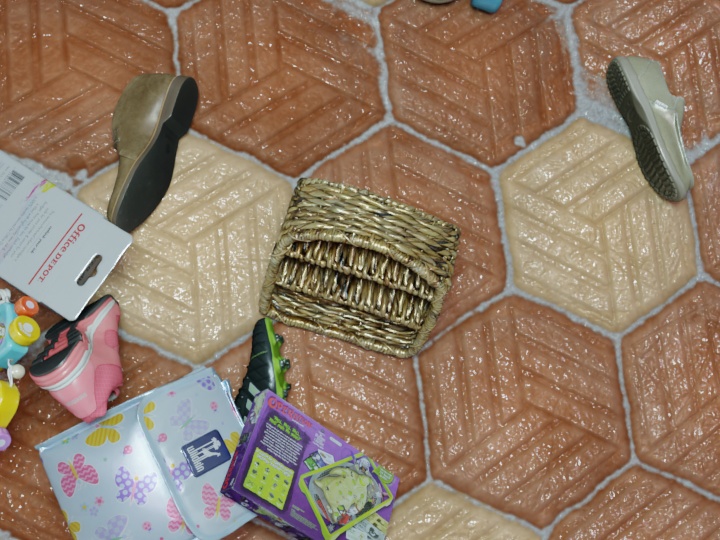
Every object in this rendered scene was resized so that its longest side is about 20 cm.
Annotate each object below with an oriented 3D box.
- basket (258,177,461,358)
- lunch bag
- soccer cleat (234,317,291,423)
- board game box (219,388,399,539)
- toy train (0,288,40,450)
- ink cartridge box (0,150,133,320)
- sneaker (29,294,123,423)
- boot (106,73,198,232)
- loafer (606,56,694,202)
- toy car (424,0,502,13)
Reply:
[{"bbox_3d":[0.000,0.000,1.049,0.199,0.143,0.149,19,76,-4],"label":"basket"},{"bbox_3d":[-0.208,0.211,0.978,0.200,0.127,0.170,-23,85,-5],"label":"lunch bag"},{"bbox_3d":[-0.117,0.153,1.045,0.081,0.068,0.201,-5,80,3],"label":"soccer cleat"},{"bbox_3d":[-0.047,0.228,0.996,0.200,0.032,0.120,39,52,-24],"label":"board game box"},{"bbox_3d":[-0.400,0.112,0.960,0.056,0.150,0.201,23,79,-45],"label":"toy train"},{"bbox_3d":[-0.350,-0.033,1.024,0.200,0.068,0.115,32,77,10],"label":"ink cartridge box"},{"bbox_3d":[-0.283,0.095,0.979,0.074,0.200,0.087,-28,108,7],"label":"sneaker"},{"bbox_3d":[-0.257,-0.138,1.084,0.075,0.074,0.201,14,73,14],"label":"boot"},{"bbox_3d":[0.377,-0.185,1.176,0.068,0.076,0.201,-19,82,-6],"label":"loafer"},{"bbox_3d":[0.118,-0.436,1.121,0.184,0.200,0.177,19,77,-5],"label":"toy car"}]
